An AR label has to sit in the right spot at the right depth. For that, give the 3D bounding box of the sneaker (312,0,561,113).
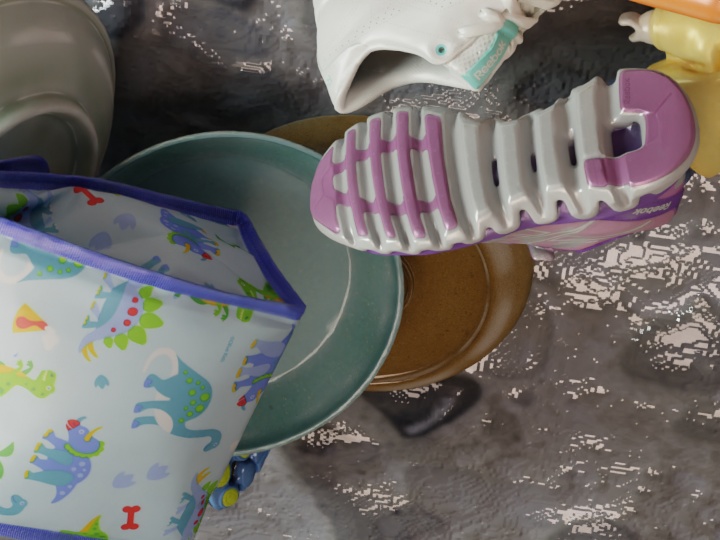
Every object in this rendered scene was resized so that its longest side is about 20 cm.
[{"bbox_3d":[0.067,-0.132,0.963,0.200,0.089,0.075,-22,142,29],"label":"sneaker"}]

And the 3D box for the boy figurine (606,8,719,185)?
[{"bbox_3d":[0.182,-0.095,0.999,0.200,0.064,0.124,-31,117,28],"label":"boy figurine"}]

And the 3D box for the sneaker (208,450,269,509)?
[{"bbox_3d":[-0.115,0.057,1.171,0.083,0.071,0.200,4,131,45],"label":"sneaker"}]

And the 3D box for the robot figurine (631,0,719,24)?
[{"bbox_3d":[0.171,-0.210,0.852,0.144,0.117,0.200,10,103,-14],"label":"robot figurine"}]

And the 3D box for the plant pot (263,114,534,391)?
[{"bbox_3d":[0.000,0.000,1.129,0.200,0.027,0.200,5,130,6],"label":"plant pot"}]

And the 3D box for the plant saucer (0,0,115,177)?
[{"bbox_3d":[-0.191,-0.052,1.015,0.050,0.200,0.200,35,134,25],"label":"plant saucer"}]

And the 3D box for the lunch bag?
[{"bbox_3d":[-0.159,0.042,0.987,0.200,0.127,0.170,11,114,-32],"label":"lunch bag"}]

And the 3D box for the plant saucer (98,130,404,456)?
[{"bbox_3d":[-0.077,0.009,1.081,0.200,0.036,0.200,-4,116,-8],"label":"plant saucer"}]

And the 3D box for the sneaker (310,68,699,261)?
[{"bbox_3d":[0.076,-0.039,0.979,0.200,0.081,0.088,-8,156,16],"label":"sneaker"}]
